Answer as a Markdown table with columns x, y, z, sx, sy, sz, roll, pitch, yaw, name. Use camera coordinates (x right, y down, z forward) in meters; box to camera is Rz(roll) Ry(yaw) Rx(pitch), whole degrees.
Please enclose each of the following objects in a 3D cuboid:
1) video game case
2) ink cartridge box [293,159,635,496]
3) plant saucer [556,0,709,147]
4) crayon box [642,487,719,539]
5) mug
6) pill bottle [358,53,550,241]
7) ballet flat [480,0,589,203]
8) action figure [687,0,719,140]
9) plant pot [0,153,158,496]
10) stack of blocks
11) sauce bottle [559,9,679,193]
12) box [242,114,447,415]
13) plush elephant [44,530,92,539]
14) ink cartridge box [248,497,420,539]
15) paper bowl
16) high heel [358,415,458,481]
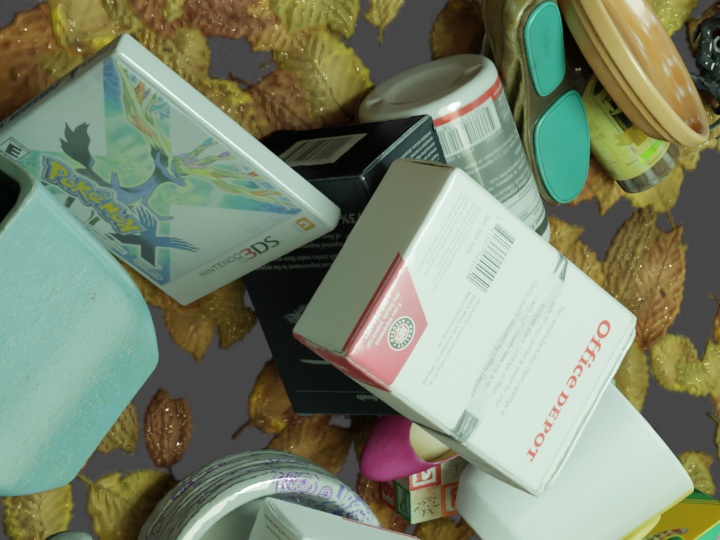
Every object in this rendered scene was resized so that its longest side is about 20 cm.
| x | y | z | sx | sy | sz | roll | pitch | yaw | name |
| --- | --- | --- | --- | --- | --- | --- | --- | --- | --- |
| -0.142 | -0.062 | 1.175 | 0.200 | 0.182 | 0.022 | 39 | 49 | -25 | video game case |
| 0.075 | 0.039 | 1.147 | 0.199 | 0.085 | 0.146 | 37 | 80 | -30 | ink cartridge box |
| 0.206 | -0.180 | 1.319 | 0.037 | 0.201 | 0.200 | -30 | 119 | 21 | plant saucer |
| 0.223 | 0.262 | 1.454 | 0.199 | 0.119 | 0.059 | -32 | 114 | -16 | crayon box |
| 0.168 | 0.179 | 1.329 | 0.153 | 0.149 | 0.187 | -41 | 103 | -3 | mug |
| 0.082 | -0.055 | 1.314 | 0.113 | 0.114 | 0.202 | -29 | 113 | -17 | pill bottle |
| 0.131 | -0.141 | 1.319 | 0.068 | 0.072 | 0.201 | -42 | 137 | -19 | ballet flat |
| 0.338 | -0.205 | 1.412 | 0.118 | 0.102 | 0.202 | 6 | 98 | -38 | action figure |
| -0.254 | 0.040 | 1.137 | 0.196 | 0.196 | 0.200 | -53 | 133 | -6 | plant pot |
| 0.115 | 0.128 | 1.403 | 0.198 | 0.058 | 0.116 | -9 | 106 | -24 | stack of blocks |
| 0.185 | -0.150 | 1.370 | 0.065 | 0.065 | 0.200 | -48 | 118 | -8 | sauce bottle |
| 0.000 | 0.000 | 1.254 | 0.104 | 0.147 | 0.202 | -43 | 122 | -45 | box |
| -0.233 | 0.292 | 1.233 | 0.163 | 0.155 | 0.202 | -14 | 72 | 17 | plush elephant |
| -0.033 | 0.288 | 1.240 | 0.145 | 0.085 | 0.202 | 18 | 96 | -27 | ink cartridge box |
| -0.083 | 0.238 | 1.308 | 0.199 | 0.104 | 0.203 | -6 | 105 | -25 | paper bowl |
| 0.085 | 0.120 | 1.278 | 0.199 | 0.096 | 0.068 | -28 | 116 | 10 | high heel |
